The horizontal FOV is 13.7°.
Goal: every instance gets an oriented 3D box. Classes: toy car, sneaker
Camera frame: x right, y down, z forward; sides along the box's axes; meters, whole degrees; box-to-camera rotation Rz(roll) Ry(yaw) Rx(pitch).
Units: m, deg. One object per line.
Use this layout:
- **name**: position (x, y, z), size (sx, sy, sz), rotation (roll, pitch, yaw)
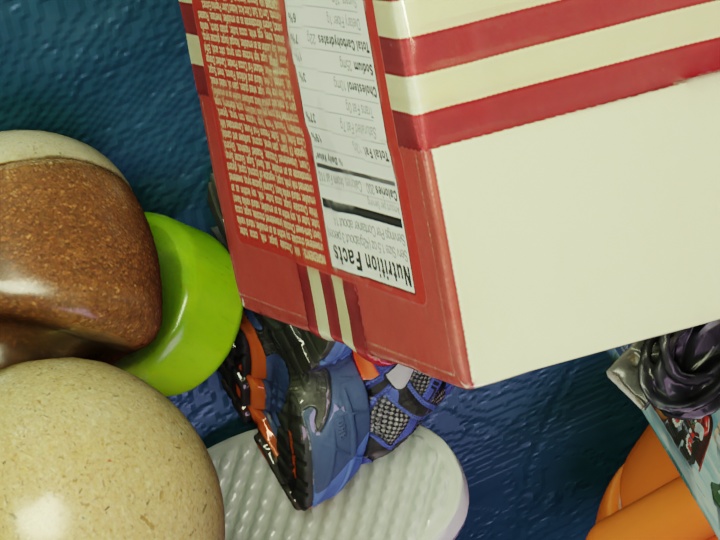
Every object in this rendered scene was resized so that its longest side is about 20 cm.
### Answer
- **toy car**: position (-0.099, 0.075, 0.847), size (0.158, 0.200, 0.164), rotation (-42, 147, 20)
- **sneaker**: position (-0.045, 0.118, 1.091), size (0.200, 0.073, 0.114), rotation (-23, 154, 10)
- **sneaker**: position (0.000, 0.000, 0.960), size (0.078, 0.075, 0.200), rotation (-28, 158, -18)

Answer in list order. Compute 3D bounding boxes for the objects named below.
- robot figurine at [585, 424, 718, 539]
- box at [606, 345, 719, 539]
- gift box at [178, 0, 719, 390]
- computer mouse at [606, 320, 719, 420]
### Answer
- **robot figurine**: position (0.163, 0.084, 1.158), size (0.200, 0.116, 0.144), rotation (-58, 180, 39)
- **box**: position (0.141, 0.024, 0.970), size (0.040, 0.200, 0.137), rotation (-10, 144, -29)
- **gift box**: position (0.065, -0.090, 0.728), size (0.186, 0.184, 0.201), rotation (-13, 106, -20)
- **computer mouse**: position (0.080, -0.065, 0.874), size (0.138, 0.053, 0.200), rotation (-44, 115, -4)
